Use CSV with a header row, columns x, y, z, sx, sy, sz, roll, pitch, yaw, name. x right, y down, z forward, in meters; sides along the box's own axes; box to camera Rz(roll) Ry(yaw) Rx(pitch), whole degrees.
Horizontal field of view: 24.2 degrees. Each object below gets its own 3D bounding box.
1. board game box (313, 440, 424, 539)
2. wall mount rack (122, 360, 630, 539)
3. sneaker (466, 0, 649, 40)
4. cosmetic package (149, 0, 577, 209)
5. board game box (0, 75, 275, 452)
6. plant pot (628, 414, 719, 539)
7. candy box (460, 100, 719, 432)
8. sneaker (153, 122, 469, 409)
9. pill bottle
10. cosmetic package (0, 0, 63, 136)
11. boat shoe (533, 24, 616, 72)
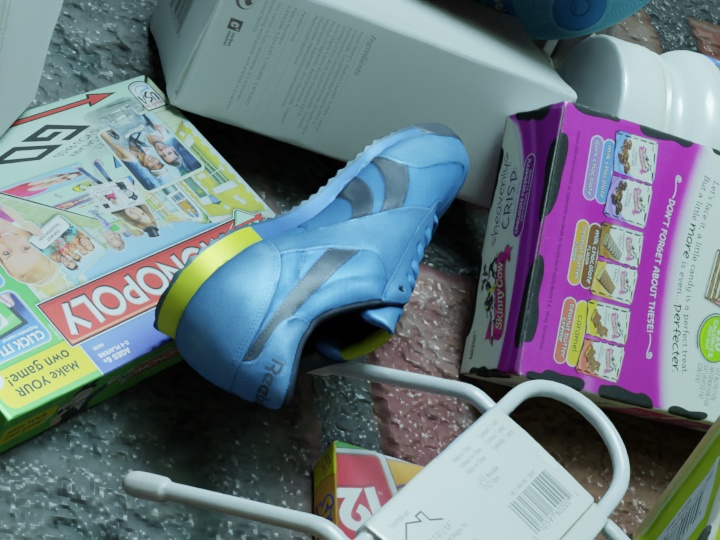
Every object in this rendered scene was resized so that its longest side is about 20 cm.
x,y,z,sx,sy,sz,roll,pitch,yaw,name
0.028,0.164,0.675,0.095,0.030,0.201,19,43,-20,board game box
0.015,0.097,0.661,0.174,0.075,0.200,44,39,10,wall mount rack
0.073,-0.193,0.982,0.199,0.080,0.131,-7,41,1,sneaker
0.000,-0.110,0.873,0.199,0.081,0.113,19,24,-22,cosmetic package
-0.125,-0.011,0.737,0.135,0.029,0.200,46,39,14,board game box
0.201,0.154,0.683,0.181,0.201,0.199,29,38,4,plant pot
0.158,0.007,0.852,0.199,0.061,0.137,15,81,-24,candy box
0.000,0.000,0.736,0.078,0.066,0.200,37,42,17,sneaker
0.206,-0.060,0.968,0.199,0.114,0.114,17,42,-23,pill bottle
-0.229,-0.134,0.700,0.199,0.108,0.085,24,37,3,cosmetic package
0.132,-0.154,1.047,0.059,0.072,0.201,41,42,-18,boat shoe
